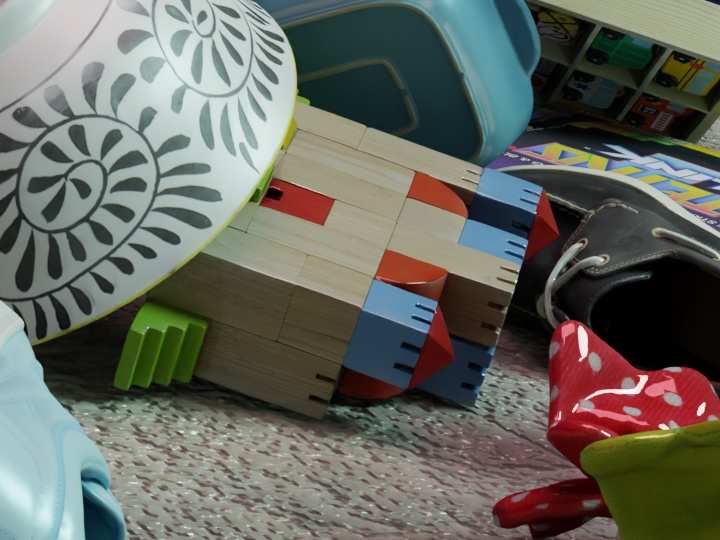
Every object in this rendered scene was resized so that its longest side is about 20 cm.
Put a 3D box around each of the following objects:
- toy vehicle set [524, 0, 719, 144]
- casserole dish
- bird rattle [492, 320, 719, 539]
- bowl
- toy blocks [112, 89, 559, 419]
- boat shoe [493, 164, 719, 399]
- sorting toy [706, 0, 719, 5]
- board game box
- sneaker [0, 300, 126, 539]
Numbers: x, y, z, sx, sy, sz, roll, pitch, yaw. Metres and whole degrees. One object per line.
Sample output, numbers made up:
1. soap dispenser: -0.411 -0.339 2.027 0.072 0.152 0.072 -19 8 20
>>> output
1. toy vehicle set: 0.111 -0.096 1.361 0.124 0.027 0.200 18 -15 -3
2. casserole dish: -0.023 -0.072 1.184 0.200 0.121 0.039 -14 31 20
3. bird rattle: 0.121 0.096 0.855 0.163 0.113 0.200 22 3 -2
4. bowl: -0.132 -0.072 1.022 0.201 0.094 0.201 -15 40 13
5. toy blocks: 0.000 0.000 1.074 0.137 0.100 0.200 20 27 2
6. boat shoe: 0.103 0.004 1.136 0.200 0.072 0.068 24 17 36
7. sorting toy: 0.110 -0.126 1.443 0.199 0.070 0.200 18 -16 -3
8. board game box: 0.122 -0.020 1.263 0.200 0.057 0.165 20 17 32
9. sneaker: -0.111 0.064 0.841 0.082 0.074 0.200 39 8 -8
